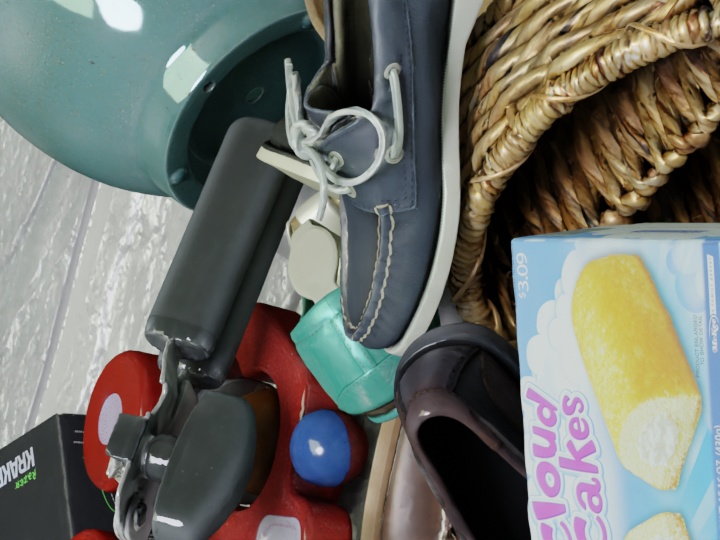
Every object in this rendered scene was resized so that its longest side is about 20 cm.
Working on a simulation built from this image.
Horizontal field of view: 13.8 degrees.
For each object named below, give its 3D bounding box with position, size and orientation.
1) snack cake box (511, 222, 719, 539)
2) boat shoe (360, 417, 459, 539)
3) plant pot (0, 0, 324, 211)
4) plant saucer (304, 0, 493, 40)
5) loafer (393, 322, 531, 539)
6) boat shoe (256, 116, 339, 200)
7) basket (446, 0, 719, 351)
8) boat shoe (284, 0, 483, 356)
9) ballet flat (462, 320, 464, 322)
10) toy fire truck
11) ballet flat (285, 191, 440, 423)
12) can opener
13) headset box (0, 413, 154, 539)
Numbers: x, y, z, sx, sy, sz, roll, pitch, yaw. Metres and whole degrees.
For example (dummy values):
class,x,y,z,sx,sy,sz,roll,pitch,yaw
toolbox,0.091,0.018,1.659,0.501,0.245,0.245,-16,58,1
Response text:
class,x,y,z,sx,sy,sz,roll,pitch,yaw
snack cake box,0.116,0.085,1.026,0.115,0.067,0.202,1,96,54
boat shoe,0.032,0.135,1.267,0.070,0.070,0.201,10,97,14
plant pot,-0.074,-0.111,1.358,0.134,0.200,0.201,48,123,30
plant saucer,0.061,-0.163,1.252,0.200,0.035,0.201,-28,43,29
loafer,0.072,0.115,1.112,0.072,0.201,0.063,-30,13,19
boat shoe,0.006,-0.060,1.251,0.201,0.073,0.063,-34,-32,-79
basket,0.117,-0.033,1.105,0.200,0.142,0.150,-47,48,39
boat shoe,0.005,-0.063,1.100,0.075,0.061,0.201,-131,43,-56
ballet flat,0.076,0.100,1.206,0.076,0.064,0.201,-40,54,42
toy fire truck,-0.048,0.115,1.309,0.168,0.112,0.201,0,78,60
ballet flat,0.000,0.000,1.258,0.067,0.071,0.200,-33,14,8
can opener,-0.061,0.030,1.270,0.053,0.066,0.201,77,-154,-61
headset box,-0.143,0.195,1.466,0.174,0.092,0.201,-32,59,48
